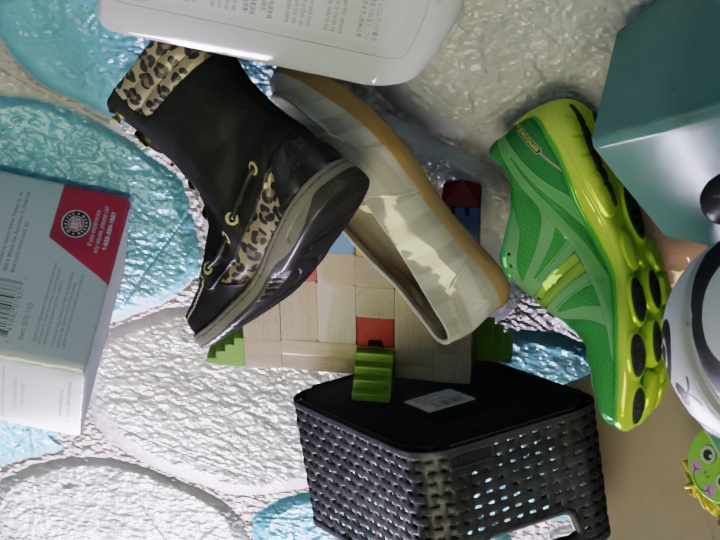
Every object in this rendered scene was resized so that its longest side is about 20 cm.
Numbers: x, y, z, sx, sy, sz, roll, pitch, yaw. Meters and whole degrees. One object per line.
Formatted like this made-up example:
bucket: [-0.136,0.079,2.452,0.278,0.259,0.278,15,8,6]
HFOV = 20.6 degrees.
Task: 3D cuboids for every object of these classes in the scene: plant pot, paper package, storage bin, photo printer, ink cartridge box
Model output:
plant pot: [0.236,-0.096,1.066,0.200,0.141,0.141,-13,136,36]
paper package: [0.239,0.141,1.283,0.191,0.200,0.103,-25,170,34]
storage bin: [0.056,0.124,1.289,0.135,0.200,0.094,-14,103,-24]
photo printer: [-0.037,-0.184,1.065,0.200,0.069,0.166,11,137,-1]
ink cartridge box: [-0.263,0.010,1.286,0.200,0.145,0.083,12,143,-2]

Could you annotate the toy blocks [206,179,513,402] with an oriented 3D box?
toy blocks: [0.000,0.000,1.276,0.200,0.100,0.137,4,128,6]

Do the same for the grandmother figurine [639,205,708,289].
grandmother figurine: [0.218,-0.019,1.204,0.200,0.061,0.121,-4,112,26]

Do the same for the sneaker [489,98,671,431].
sneaker: [0.132,-0.001,1.185,0.084,0.200,0.074,-19,173,34]

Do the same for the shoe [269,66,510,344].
shoe: [0.010,-0.041,1.185,0.200,0.053,0.070,49,161,-6]

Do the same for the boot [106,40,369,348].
boot: [-0.088,-0.052,1.190,0.151,0.073,0.200,49,145,7]

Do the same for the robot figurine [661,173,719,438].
robot figurine: [0.239,0.022,0.998,0.125,0.150,0.200,20,154,-22]

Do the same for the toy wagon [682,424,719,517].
toy wagon: [0.252,0.084,1.142,0.040,0.155,0.200,-4,149,-45]
